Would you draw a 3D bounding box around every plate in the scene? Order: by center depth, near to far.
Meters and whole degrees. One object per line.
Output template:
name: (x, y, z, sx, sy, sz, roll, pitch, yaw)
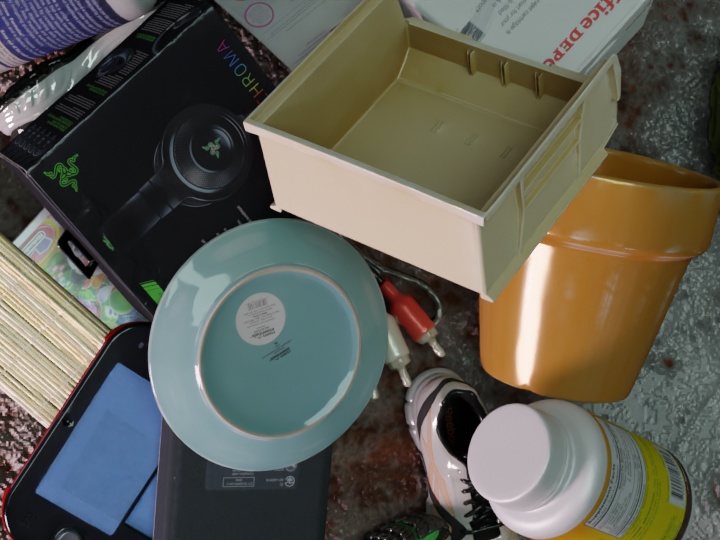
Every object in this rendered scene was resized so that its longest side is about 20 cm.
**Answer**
plate: (-0.065, 0.060, 1.268, 0.199, 0.026, 0.201, -6, 105, -24)

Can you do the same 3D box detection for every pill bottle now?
pill bottle: (-0.222, -0.230, 1.252, 0.199, 0.111, 0.112, -19, 92, 13)
pill bottle: (0.173, 0.168, 1.311, 0.200, 0.109, 0.110, 27, 81, -44)

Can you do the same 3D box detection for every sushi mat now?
sushi mat: (-0.290, 0.027, 1.304, 0.200, 0.012, 0.096, 42, 95, -7)

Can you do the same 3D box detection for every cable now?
cable: (0.000, 0.000, 1.354, 0.097, 0.050, 0.201, -31, 94, -8)

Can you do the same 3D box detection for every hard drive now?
hard drive: (-0.092, 0.167, 1.311, 0.139, 0.033, 0.201, 2, 96, -24)

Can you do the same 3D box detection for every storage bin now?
storage bin: (0.059, -0.103, 1.198, 0.199, 0.094, 0.199, 23, 55, 27)

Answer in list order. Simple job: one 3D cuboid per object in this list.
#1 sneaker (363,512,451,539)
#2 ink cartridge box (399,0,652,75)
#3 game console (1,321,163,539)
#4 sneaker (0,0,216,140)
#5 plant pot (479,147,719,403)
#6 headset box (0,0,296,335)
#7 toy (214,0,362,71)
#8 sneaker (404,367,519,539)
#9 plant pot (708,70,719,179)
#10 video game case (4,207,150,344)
sneaker: (0.009, 0.283, 1.342, 0.085, 0.078, 0.200, 37, 90, -15)
ink cartridge box: (0.117, -0.227, 1.341, 0.200, 0.084, 0.146, 41, 80, 12)
game console: (-0.168, 0.158, 1.308, 0.176, 0.031, 0.201, 35, 85, -18)
sneaker: (-0.195, -0.156, 1.316, 0.200, 0.074, 0.080, -38, 110, -7)
plant pot: (0.173, 0.000, 1.330, 0.199, 0.200, 0.184, 9, 102, -11)
headset box: (-0.150, -0.077, 1.262, 0.200, 0.093, 0.174, -43, 116, -10)
toy: (-0.077, -0.241, 1.322, 0.115, 0.047, 0.200, -40, 73, -18)
sneaker: (0.087, 0.180, 1.353, 0.073, 0.080, 0.201, -19, 93, -13)
plant pot: (0.396, -0.132, 1.386, 0.189, 0.200, 0.201, 4, 87, 1)
video game case: (-0.166, 0.002, 1.337, 0.200, 0.018, 0.143, 44, 80, -7)
